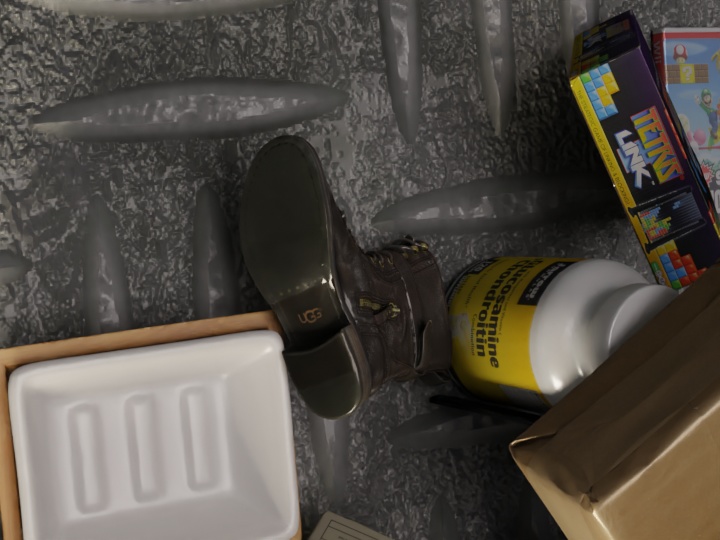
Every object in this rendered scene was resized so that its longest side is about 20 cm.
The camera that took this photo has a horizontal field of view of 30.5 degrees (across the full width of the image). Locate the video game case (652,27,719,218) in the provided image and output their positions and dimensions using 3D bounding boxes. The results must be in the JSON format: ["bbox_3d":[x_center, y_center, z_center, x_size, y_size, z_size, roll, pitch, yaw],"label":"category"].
[{"bbox_3d":[0.312,-0.104,1.123,0.141,0.017,0.204,-5,93,-27],"label":"video game case"}]

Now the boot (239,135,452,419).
[{"bbox_3d":[0.000,0.000,0.916,0.174,0.068,0.203,-22,100,-60],"label":"boot"}]

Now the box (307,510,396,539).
[{"bbox_3d":[-0.029,0.270,0.866,0.201,0.094,0.078,-55,158,-38],"label":"box"}]

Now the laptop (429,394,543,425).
[{"bbox_3d":[0.165,0.167,0.965,0.197,0.177,0.105,15,84,-27],"label":"laptop"}]

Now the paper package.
[{"bbox_3d":[0.222,0.133,0.820,0.190,0.103,0.201,-39,118,-6],"label":"paper package"}]

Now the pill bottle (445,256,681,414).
[{"bbox_3d":[0.147,0.047,0.940,0.110,0.199,0.114,0,91,-27],"label":"pill bottle"}]

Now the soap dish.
[{"bbox_3d":[-0.141,0.116,0.861,0.197,0.081,0.160,-7,94,-26],"label":"soap dish"}]

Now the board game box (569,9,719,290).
[{"bbox_3d":[0.212,-0.095,0.976,0.056,0.200,0.167,-22,103,16],"label":"board game box"}]
